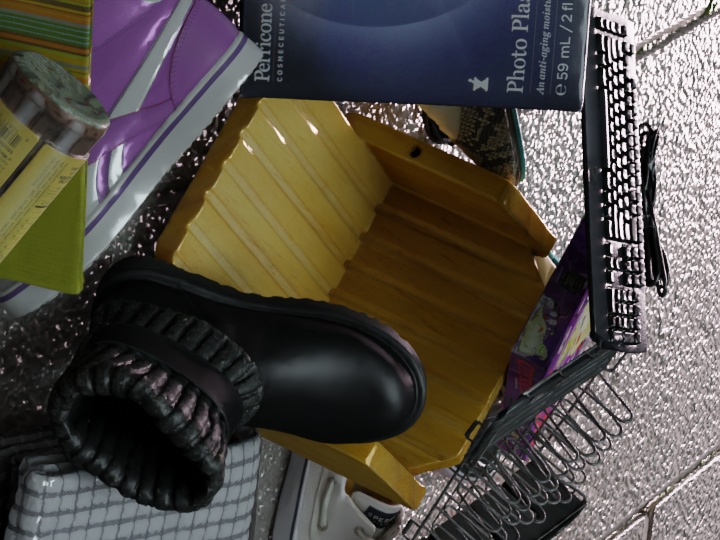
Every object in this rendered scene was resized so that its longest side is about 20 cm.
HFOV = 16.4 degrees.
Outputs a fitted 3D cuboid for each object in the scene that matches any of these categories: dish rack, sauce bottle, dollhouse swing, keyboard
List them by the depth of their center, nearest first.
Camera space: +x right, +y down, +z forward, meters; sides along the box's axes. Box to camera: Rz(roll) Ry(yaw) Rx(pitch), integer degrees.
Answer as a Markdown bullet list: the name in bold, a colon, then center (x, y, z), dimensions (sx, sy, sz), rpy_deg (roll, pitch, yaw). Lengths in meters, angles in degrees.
- **sauce bottle**: center (-0.209, -0.020, 1.250), dimensions (0.200, 0.065, 0.065), rpy_deg (-47, 145, 14)
- **keyboard**: center (0.160, -0.050, 1.496), dimensions (0.127, 0.020, 0.201), rpy_deg (9, 79, -66)
- **dollhouse swing**: center (0.000, 0.000, 1.508), dimensions (0.201, 0.181, 0.176), rpy_deg (-60, 162, -16)
- **dish rack**: center (0.104, 0.122, 1.543), dimensions (0.153, 0.055, 0.200), rpy_deg (-32, 160, -39)

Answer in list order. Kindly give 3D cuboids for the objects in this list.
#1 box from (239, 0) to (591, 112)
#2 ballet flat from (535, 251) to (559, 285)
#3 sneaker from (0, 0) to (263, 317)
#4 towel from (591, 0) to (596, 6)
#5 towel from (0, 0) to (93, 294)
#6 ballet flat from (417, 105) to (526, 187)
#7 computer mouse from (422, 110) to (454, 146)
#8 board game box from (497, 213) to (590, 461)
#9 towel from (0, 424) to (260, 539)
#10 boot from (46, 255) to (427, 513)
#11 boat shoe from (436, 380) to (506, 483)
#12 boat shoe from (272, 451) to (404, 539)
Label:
- **box**: center (0.031, -0.201, 1.414), dimensions (0.123, 0.197, 0.201), rpy_deg (-92, -176, -72)
- **ballet flat**: center (0.115, 0.003, 1.750), dimensions (0.063, 0.069, 0.200), rpy_deg (-40, 137, 3)
- **sneaker**: center (-0.158, -0.078, 1.359), dimensions (0.114, 0.073, 0.201), rpy_deg (39, 90, -13)
- **towel**: center (0.060, -0.210, 1.525), dimensions (0.200, 0.034, 0.133), rpy_deg (35, 71, -13)
- **towel**: center (-0.177, -0.084, 1.283), dimensions (0.018, 0.086, 0.201), rpy_deg (-56, 156, -57)
- **ballet flat**: center (0.058, -0.148, 1.570), dimensions (0.075, 0.068, 0.201), rpy_deg (-4, 86, -12)
- **computer mouse**: center (0.109, -0.164, 1.673), dimensions (0.200, 0.046, 0.141), rpy_deg (-34, 126, -40)
- **board game box**: center (0.128, 0.040, 1.608), dimensions (0.120, 0.032, 0.200), rpy_deg (-56, 169, -17)
- **towel**: center (-0.154, 0.167, 1.432), dimensions (0.199, 0.085, 0.167), rpy_deg (-7, 114, -48)
- **boot**: center (-0.065, 0.075, 1.382), dimensions (0.158, 0.210, 0.080), rpy_deg (-88, -166, -66)
- **boat shoe**: center (0.074, 0.074, 1.703), dimensions (0.074, 0.068, 0.200), rpy_deg (-42, 134, -34)
- **boat shoe**: center (-0.006, 0.154, 1.628), dimensions (0.071, 0.070, 0.201), rpy_deg (-1, 104, -52)
